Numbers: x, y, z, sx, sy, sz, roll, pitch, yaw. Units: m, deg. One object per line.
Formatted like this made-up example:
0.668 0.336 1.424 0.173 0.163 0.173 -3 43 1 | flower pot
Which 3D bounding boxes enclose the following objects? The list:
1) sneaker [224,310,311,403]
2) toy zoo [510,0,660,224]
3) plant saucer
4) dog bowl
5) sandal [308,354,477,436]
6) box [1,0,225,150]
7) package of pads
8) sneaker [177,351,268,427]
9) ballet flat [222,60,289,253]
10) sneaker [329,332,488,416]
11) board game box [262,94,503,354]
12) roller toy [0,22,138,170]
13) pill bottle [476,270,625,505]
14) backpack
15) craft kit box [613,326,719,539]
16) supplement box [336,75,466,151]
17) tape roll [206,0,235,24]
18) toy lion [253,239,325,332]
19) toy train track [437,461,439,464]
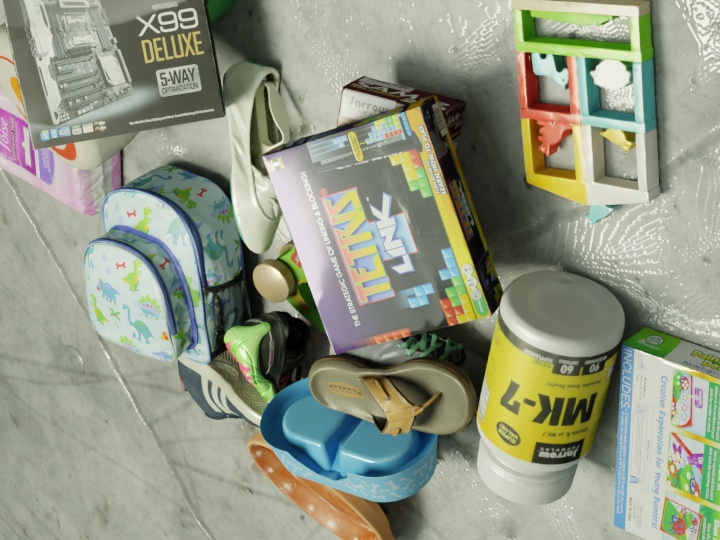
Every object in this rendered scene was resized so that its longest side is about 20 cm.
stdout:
-0.085 0.093 1.607 0.077 0.083 0.200 57 178 14 | sneaker
0.195 -0.135 1.278 0.131 0.020 0.202 14 120 40 | toy zoo
-0.041 0.247 1.666 0.200 0.032 0.201 35 161 14 | plant saucer
-0.008 0.173 1.502 0.199 0.112 0.050 12 135 34 | dog bowl
0.024 0.124 1.439 0.199 0.055 0.082 7 121 33 | sandal
-0.244 -0.218 1.484 0.050 0.198 0.159 -107 8 -73 | box
-0.374 -0.160 1.800 0.199 0.075 0.121 28 127 32 | package of pads
-0.144 0.151 1.743 0.200 0.075 0.085 35 132 41 | sneaker
-0.101 -0.118 1.543 0.069 0.069 0.202 0 98 45 | ballet flat
0.055 0.083 1.463 0.198 0.075 0.088 12 140 21 | sneaker
0.022 -0.039 1.353 0.164 0.057 0.201 -16 101 23 | board game box
-0.305 -0.219 1.629 0.200 0.140 0.183 42 158 20 | roller toy
0.170 0.111 1.370 0.114 0.114 0.201 31 131 30 | pill bottle
-0.220 -0.004 1.677 0.182 0.147 0.202 17 120 36 | backpack
0.319 0.171 1.306 0.197 0.048 0.202 23 126 39 | craft kit box
0.026 -0.072 1.406 0.108 0.061 0.202 15 112 17 | supplement box
-0.206 -0.347 1.547 0.199 0.048 0.202 23 126 36 | tape roll
0.000 0.000 1.528 0.191 0.069 0.201 41 136 11 | toy lion
0.007 0.211 1.600 0.199 0.114 0.033 12 97 57 | toy train track
